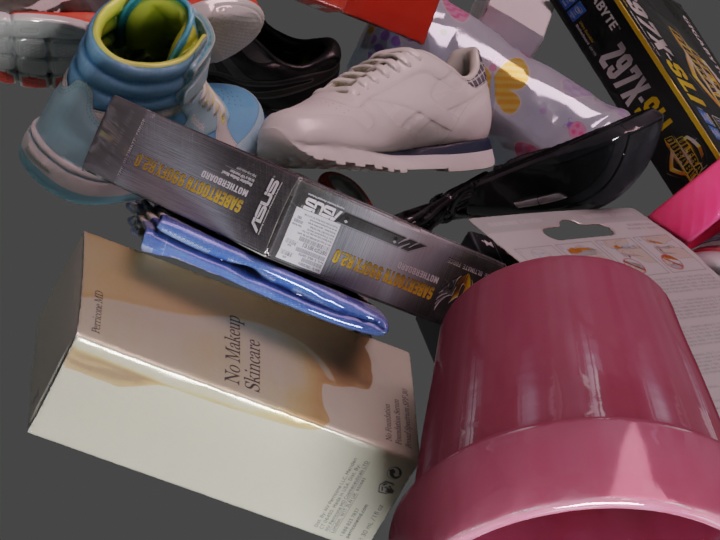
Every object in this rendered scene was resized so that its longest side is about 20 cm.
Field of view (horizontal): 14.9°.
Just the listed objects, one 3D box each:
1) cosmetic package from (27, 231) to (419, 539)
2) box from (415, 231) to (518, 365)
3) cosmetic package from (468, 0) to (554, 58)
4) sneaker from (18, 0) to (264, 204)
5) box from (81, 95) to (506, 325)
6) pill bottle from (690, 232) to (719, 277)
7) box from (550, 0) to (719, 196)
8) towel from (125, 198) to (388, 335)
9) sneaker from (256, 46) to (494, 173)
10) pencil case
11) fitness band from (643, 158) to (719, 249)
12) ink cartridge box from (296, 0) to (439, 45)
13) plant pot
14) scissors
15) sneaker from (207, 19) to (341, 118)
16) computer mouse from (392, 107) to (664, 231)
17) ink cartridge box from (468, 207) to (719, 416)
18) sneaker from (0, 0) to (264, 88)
[{"bbox_3d":[-0.073,0.064,1.477,0.199,0.071,0.105,20,31,-17],"label":"cosmetic package"},{"bbox_3d":[0.132,0.080,1.630,0.140,0.079,0.201,16,33,-30],"label":"box"},{"bbox_3d":[0.110,-0.189,2.017,0.050,0.083,0.200,28,30,-3],"label":"cosmetic package"},{"bbox_3d":[-0.105,-0.112,1.659,0.079,0.131,0.200,41,30,21],"label":"sneaker"},{"bbox_3d":[-0.036,-0.029,1.562,0.158,0.049,0.200,24,1,40],"label":"box"},{"bbox_3d":[0.266,0.025,1.791,0.119,0.120,0.200,39,31,16],"label":"pill bottle"},{"bbox_3d":[0.229,-0.121,1.973,0.159,0.049,0.201,15,41,-57],"label":"box"},{"bbox_3d":[-0.062,-0.001,1.546,0.146,0.024,0.200,23,1,-8],"label":"towel"},{"bbox_3d":[0.008,-0.103,1.769,0.076,0.081,0.199,8,9,41],"label":"sneaker"},{"bbox_3d":[0.089,-0.118,1.886,0.199,0.083,0.091,33,-7,5],"label":"pencil case"},{"bbox_3d":[0.224,-0.040,1.780,0.143,0.200,0.037,-35,83,-28],"label":"fitness band"},{"bbox_3d":[-0.028,-0.228,1.780,0.199,0.110,0.050,20,0,-12],"label":"ink cartridge box"},{"bbox_3d":[0.108,0.101,1.417,0.199,0.200,0.180,16,48,-24],"label":"plant pot"},{"bbox_3d":[0.000,0.000,1.698,0.073,0.014,0.200,11,33,-33],"label":"scissors"},{"bbox_3d":[-0.103,-0.156,1.775,0.199,0.083,0.071,20,32,-16],"label":"sneaker"},{"bbox_3d":[0.124,-0.055,1.756,0.140,0.199,0.046,-27,95,-59],"label":"computer mouse"},{"bbox_3d":[0.169,0.038,1.617,0.159,0.047,0.200,-5,38,-46],"label":"ink cartridge box"},{"bbox_3d":[-0.162,-0.167,1.698,0.199,0.077,0.082,-5,65,-20],"label":"sneaker"}]
